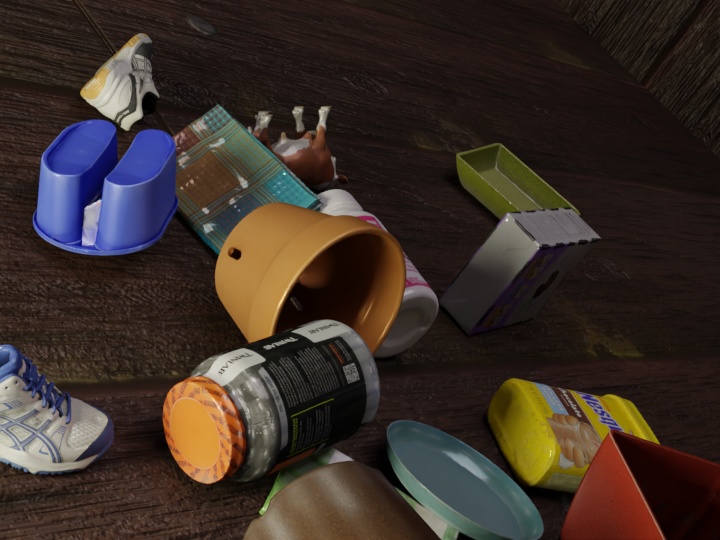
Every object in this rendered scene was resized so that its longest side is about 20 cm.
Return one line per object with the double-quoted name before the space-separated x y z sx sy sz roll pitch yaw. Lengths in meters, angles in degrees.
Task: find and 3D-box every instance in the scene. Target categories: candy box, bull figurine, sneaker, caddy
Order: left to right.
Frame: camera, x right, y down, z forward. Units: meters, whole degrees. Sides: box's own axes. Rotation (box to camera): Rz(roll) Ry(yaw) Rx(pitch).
"sneaker" -0.288 0.111 1.033 0.199 0.088 0.076 17 30 -36
"caddy" -0.276 -0.084 1.351 0.140 0.106 0.201 10 28 3
"sneaker" -0.305 -0.245 1.633 0.088 0.075 0.201 44 27 -17
"bull figurine" -0.088 -0.161 1.694 0.065 0.123 0.199 9 17 36
"candy box" 0.225 -0.002 1.729 0.072 0.168 0.199 48 28 21

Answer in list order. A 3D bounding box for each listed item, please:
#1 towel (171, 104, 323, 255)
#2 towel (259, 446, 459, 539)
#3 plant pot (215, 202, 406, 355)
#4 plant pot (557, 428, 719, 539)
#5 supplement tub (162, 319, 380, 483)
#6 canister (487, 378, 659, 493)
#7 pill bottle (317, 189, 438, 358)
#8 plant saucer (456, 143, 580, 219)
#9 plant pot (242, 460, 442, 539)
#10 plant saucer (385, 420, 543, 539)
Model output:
"towel" -0.163 -0.106 1.516 0.146 0.022 0.200 -38 69 -23
"towel" 0.006 0.247 1.219 0.199 0.031 0.149 34 26 -4
"plant pot" -0.067 0.017 1.355 0.140 0.202 0.199 32 20 36
"plant pot" 0.318 0.319 1.303 0.198 0.177 0.201 19 31 -27
"supplement tub" -0.084 0.127 1.188 0.199 0.123 0.123 -16 56 -47
"canister" 0.268 0.212 1.525 0.198 0.087 0.149 14 33 -34
"pill bottle" 0.000 0.000 1.522 0.113 0.114 0.201 4 40 -46
"plant saucer" 0.262 -0.130 2.118 0.200 0.048 0.199 43 27 15
"plant pot" 0.008 0.278 1.010 0.199 0.202 0.198 10 27 -41
"plant saucer" 0.107 0.233 1.327 0.199 0.028 0.200 30 14 -8
